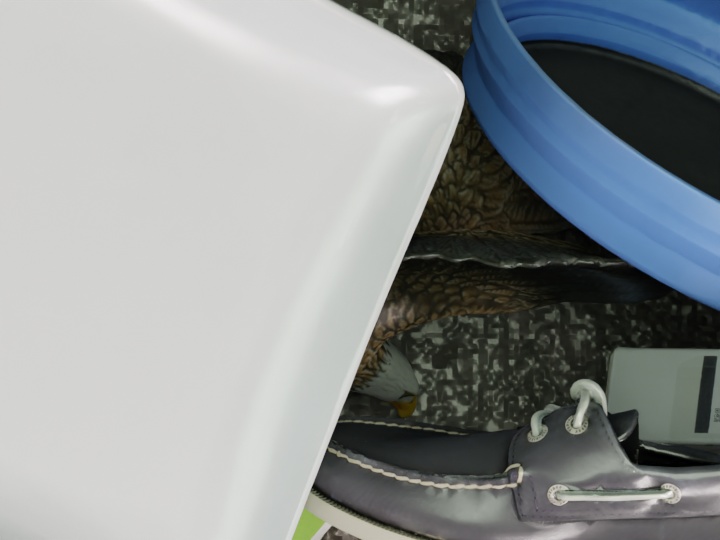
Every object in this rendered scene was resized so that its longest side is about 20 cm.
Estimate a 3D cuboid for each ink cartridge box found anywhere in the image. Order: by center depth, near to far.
[{"bbox_3d":[-0.124,0.061,0.825,0.148,0.076,0.200,-49,123,-17],"label":"ink cartridge box"},{"bbox_3d":[0.190,0.056,0.880,0.199,0.099,0.039,-2,70,32],"label":"ink cartridge box"}]

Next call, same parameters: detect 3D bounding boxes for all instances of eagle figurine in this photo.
[{"bbox_3d":[0.002,0.002,0.938,0.200,0.151,0.152,-37,78,4],"label":"eagle figurine"}]

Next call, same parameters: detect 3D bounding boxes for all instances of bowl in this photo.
[{"bbox_3d":[0.126,-0.044,0.922,0.200,0.201,0.039,28,116,-1],"label":"bowl"}]

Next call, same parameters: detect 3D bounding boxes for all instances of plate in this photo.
[{"bbox_3d":[-0.080,-0.006,0.776,0.200,0.032,0.200,26,83,-36],"label":"plate"}]

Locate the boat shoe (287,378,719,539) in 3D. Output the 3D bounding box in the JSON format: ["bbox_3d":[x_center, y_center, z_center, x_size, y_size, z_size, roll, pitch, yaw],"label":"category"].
[{"bbox_3d":[0.077,0.061,0.833,0.199,0.073,0.063,9,108,5],"label":"boat shoe"}]
